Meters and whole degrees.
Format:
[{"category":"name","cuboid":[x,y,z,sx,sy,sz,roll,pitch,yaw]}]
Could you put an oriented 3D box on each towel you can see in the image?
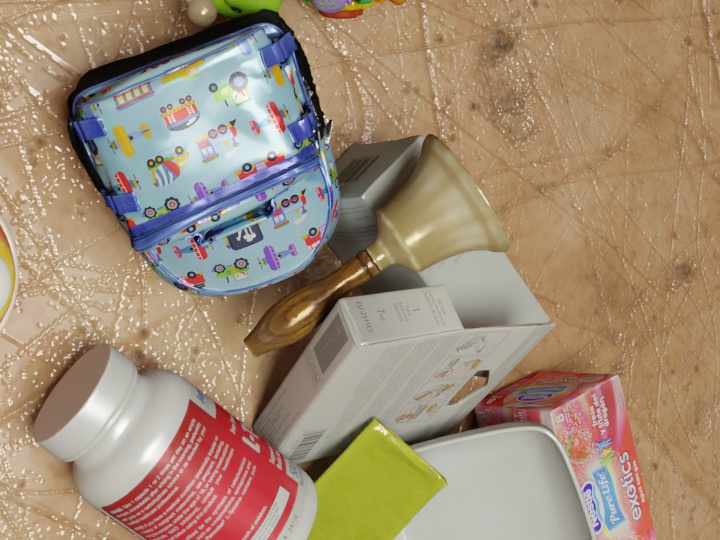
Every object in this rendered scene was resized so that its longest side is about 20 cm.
[{"category":"towel","cuboid":[-0.026,0.215,0.954,0.086,0.018,0.200,41,95,-19]}]

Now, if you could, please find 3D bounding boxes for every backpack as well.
[{"category":"backpack","cuboid":[-0.102,-0.068,0.878,0.182,0.135,0.201,-19,110,-3]}]

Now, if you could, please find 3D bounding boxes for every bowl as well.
[{"category":"bowl","cuboid":[0.096,0.226,1.010,0.199,0.075,0.201,-16,98,9]}]

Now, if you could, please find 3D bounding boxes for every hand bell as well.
[{"category":"hand bell","cuboid":[0.000,0.000,0.882,0.200,0.104,0.104,-36,109,-2]}]

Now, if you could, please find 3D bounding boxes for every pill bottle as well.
[{"category":"pill bottle","cuboid":[-0.136,0.146,0.883,0.200,0.112,0.113,42,70,-25]}]

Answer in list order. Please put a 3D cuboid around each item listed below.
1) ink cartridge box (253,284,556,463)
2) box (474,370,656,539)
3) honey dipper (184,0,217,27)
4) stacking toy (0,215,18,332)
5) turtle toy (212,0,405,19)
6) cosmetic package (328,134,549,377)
[{"category":"ink cartridge box","cuboid":[0.029,0.082,0.940,0.175,0.200,0.045,-5,59,-30]},{"category":"box","cuboid":[0.188,0.200,1.082,0.094,0.102,0.201,-21,102,-36]},{"category":"honey dipper","cuboid":[-0.167,-0.263,0.877,0.038,0.038,0.200,-37,91,-25]},{"category":"stacking toy","cuboid":[-0.266,0.001,0.754,0.145,0.200,0.147,1,89,-31]},{"category":"turtle toy","cuboid":[-0.035,-0.249,0.944,0.199,0.146,0.102,-13,117,-29]},{"category":"cosmetic package","cuboid":[0.053,-0.007,1.000,0.081,0.113,0.200,-47,113,-22]}]
